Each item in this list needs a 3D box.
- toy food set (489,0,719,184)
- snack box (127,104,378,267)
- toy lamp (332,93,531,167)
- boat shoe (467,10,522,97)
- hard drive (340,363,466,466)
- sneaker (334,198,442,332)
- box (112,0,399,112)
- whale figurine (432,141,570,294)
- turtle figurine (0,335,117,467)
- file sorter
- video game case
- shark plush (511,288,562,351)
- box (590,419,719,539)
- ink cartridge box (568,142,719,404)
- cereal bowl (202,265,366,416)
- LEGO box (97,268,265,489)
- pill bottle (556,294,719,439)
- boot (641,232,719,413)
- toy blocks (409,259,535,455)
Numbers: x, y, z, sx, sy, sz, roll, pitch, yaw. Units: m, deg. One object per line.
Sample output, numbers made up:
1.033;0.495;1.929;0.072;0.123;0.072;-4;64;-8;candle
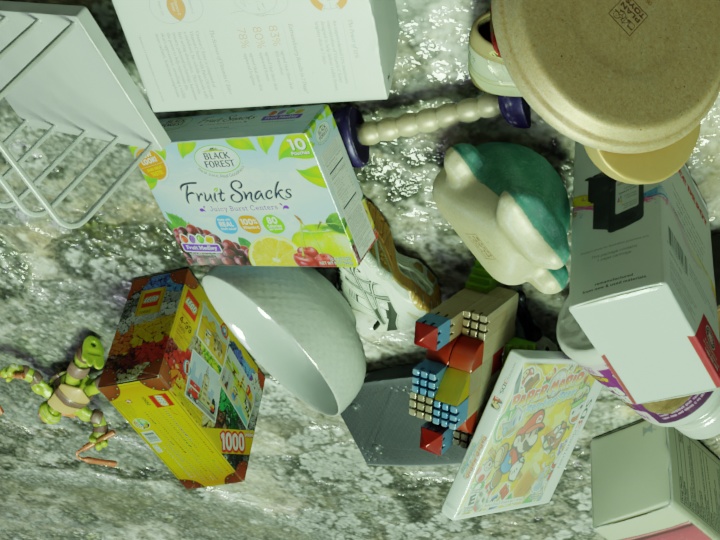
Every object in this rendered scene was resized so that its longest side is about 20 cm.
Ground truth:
0.185;-0.178;0.780;0.199;0.199;0.049;30;164;-10;toy food set
-0.098;-0.073;0.978;0.199;0.053;0.143;0;127;32;snack box
0.048;-0.129;0.943;0.199;0.058;0.058;-9;135;17;toy lamp
0.182;-0.176;0.847;0.199;0.074;0.066;-2;157;12;boat shoe
0.075;0.164;1.232;0.199;0.042;0.135;-9;121;30;hard drive
0.000;0.000;1.074;0.087;0.076;0.200;-20;130;27;sneaker
-0.078;-0.207;0.847;0.199;0.098;0.125;-1;136;11;box
0.139;-0.054;0.922;0.104;0.200;0.159;-39;98;-2;whale figurine
-0.339;0.151;1.301;0.161;0.065;0.200;-36;113;29;turtle figurine
-0.291;-0.130;0.890;0.199;0.125;0.139;14;146;38;file sorter
0.179;0.170;1.121;0.200;0.023;0.183;7;108;-51;video game case
0.174;0.107;1.170;0.083;0.091;0.200;22;154;34;shark plush
0.375;0.283;1.278;0.109;0.128;0.200;-30;125;35;box
0.248;-0.010;0.932;0.083;0.201;0.146;-17;131;29;ink cartridge box
-0.066;0.051;1.097;0.200;0.083;0.200;39;161;16;cereal bowl
-0.190;0.123;1.184;0.077;0.149;0.200;-11;135;19;LEGO box
0.301;0.090;1.094;0.200;0.113;0.112;37;130;-27;pill bottle
0.315;0.046;1.006;0.073;0.200;0.076;23;156;45;boot
0.100;0.106;1.069;0.100;0.137;0.201;15;116;29;toy blocks
